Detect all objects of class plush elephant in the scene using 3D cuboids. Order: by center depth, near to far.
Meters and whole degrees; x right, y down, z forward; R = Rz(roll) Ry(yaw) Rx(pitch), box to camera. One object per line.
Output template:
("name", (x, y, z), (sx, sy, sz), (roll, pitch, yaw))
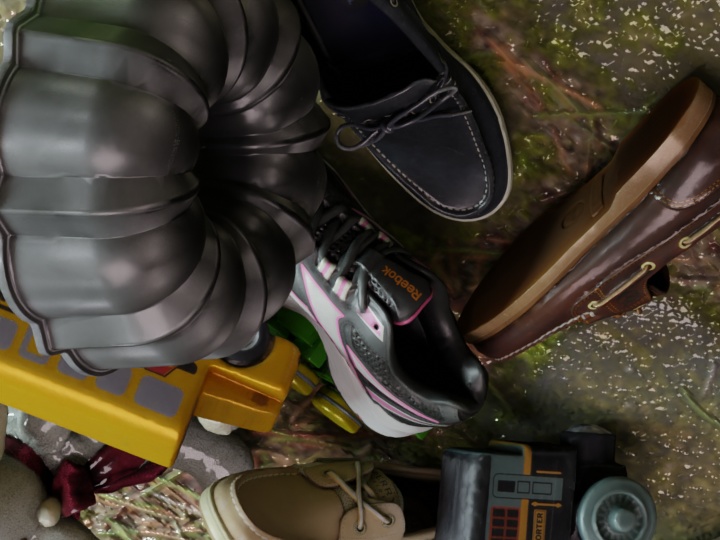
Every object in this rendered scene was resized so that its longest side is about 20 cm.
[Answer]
("plush elephant", (-0.165, 0.111, 1.263), (0.199, 0.155, 0.165), (24, 158, 0))

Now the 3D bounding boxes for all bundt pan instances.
("bundt pan", (-0.077, -0.050, 1.023), (0.075, 0.202, 0.203), (5, 136, 29))

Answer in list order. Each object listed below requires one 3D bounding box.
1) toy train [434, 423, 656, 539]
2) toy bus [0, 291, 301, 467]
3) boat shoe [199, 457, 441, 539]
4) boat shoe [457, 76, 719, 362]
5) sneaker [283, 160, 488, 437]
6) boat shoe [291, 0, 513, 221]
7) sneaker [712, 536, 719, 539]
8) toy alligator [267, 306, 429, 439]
("toy train", (0.094, 0.183, 1.280), (0.113, 0.201, 0.085), (5, 179, -16))
("toy bus", (-0.134, 0.038, 1.169), (0.199, 0.079, 0.065), (21, 160, -2))
("boat shoe", (-0.007, 0.131, 1.281), (0.065, 0.072, 0.199), (-40, 150, 27))
("boat shoe", (0.128, -0.010, 1.161), (0.070, 0.071, 0.200), (35, 130, -15))
("sneaker", (0.000, 0.000, 1.165), (0.200, 0.080, 0.086), (47, 158, -21))
("boat shoe", (0.013, -0.091, 1.118), (0.074, 0.062, 0.200), (-15, 129, 22))
("sneaker", (0.218, 0.192, 1.321), (0.199, 0.085, 0.074), (-24, 125, 31))
("toy alligator", (-0.034, 0.027, 1.240), (0.200, 0.059, 0.054), (41, 171, -33))
